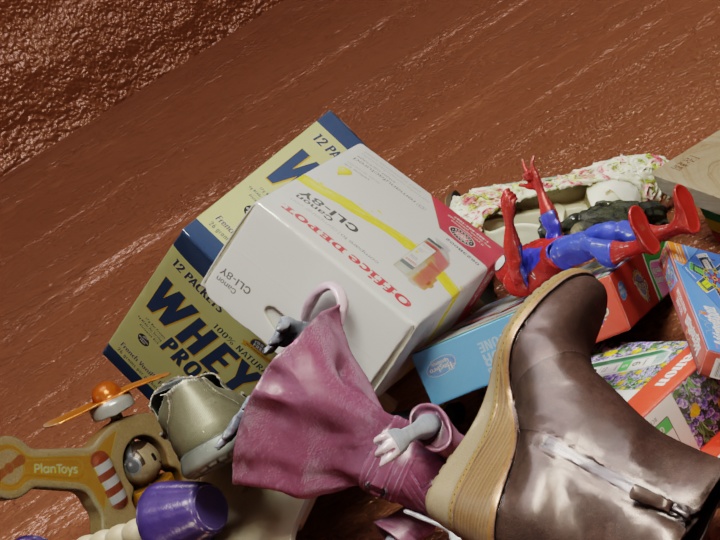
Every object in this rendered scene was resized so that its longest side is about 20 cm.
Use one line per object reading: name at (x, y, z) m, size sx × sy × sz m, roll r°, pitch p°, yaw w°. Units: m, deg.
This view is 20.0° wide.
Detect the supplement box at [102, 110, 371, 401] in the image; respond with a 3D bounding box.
supplement box at (-0.071, 0.014, 1.653) m, size 0.200 × 0.134 × 0.200 m, roll -43°, pitch -5°, yaw -40°

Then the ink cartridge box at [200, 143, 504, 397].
ink cartridge box at (0.000, 0.000, 1.456) m, size 0.083 × 0.145 × 0.200 m, roll -57°, pitch -9°, yaw 25°

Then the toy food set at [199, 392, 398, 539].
toy food set at (-0.060, 0.173, 1.448) m, size 0.143 × 0.060 × 0.200 m, roll -24°, pitch 24°, yaw 34°

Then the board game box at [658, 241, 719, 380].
board game box at (0.252, 0.034, 1.298) m, size 0.103 × 0.019 × 0.200 m, roll 16°, pitch 19°, yaw -4°

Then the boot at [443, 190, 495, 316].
boot at (0.070, -0.007, 1.739) m, size 0.075 × 0.074 × 0.200 m, roll -34°, pitch 17°, yaw 19°

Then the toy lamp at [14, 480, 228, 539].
toy lamp at (-0.172, 0.189, 1.436) m, size 0.200 × 0.058 × 0.058 m, roll -23°, pitch 17°, yaw 37°

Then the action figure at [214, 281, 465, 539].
action figure at (0.015, 0.121, 1.309) m, size 0.134 × 0.200 × 0.149 m, roll -68°, pitch -7°, yaw 33°

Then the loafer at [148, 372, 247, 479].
loafer at (-0.105, 0.101, 1.424) m, size 0.075 × 0.070 × 0.200 m, roll -26°, pitch -2°, yaw -7°

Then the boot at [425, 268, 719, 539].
boot at (0.148, 0.097, 1.208) m, size 0.166 × 0.072 × 0.200 m, roll 14°, pitch 62°, yaw 34°

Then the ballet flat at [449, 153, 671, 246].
ballet flat at (0.166, -0.043, 1.646) m, size 0.200 × 0.076 × 0.064 m, roll -14°, pitch 29°, yaw -3°

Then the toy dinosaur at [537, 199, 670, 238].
toy dinosaur at (0.171, -0.027, 1.552) m, size 0.088 × 0.048 × 0.200 m, roll -16°, pitch 2°, yaw 27°

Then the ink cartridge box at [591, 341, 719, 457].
ink cartridge box at (0.185, 0.092, 1.290) m, size 0.109 × 0.050 × 0.200 m, roll -38°, pitch 18°, yaw -29°

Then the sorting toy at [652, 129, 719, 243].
sorting toy at (0.346, -0.079, 1.489) m, size 0.199 × 0.070 × 0.200 m, roll -31°, pitch 17°, yaw -8°

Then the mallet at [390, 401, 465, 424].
mallet at (-0.013, 0.125, 1.545) m, size 0.200 × 0.041 × 0.066 m, roll -8°, pitch 23°, yaw 41°

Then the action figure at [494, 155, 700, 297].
action figure at (0.140, -0.040, 1.406) m, size 0.065 × 0.099 × 0.200 m, roll -22°, pitch -2°, yaw -31°

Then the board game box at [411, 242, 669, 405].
board game box at (0.136, 0.033, 1.459) m, size 0.153 × 0.040 × 0.200 m, roll -23°, pitch 1°, yaw 21°

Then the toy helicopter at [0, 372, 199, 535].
toy helicopter at (-0.201, 0.140, 1.525) m, size 0.200 × 0.132 × 0.079 m, roll 7°, pitch -13°, yaw -43°
